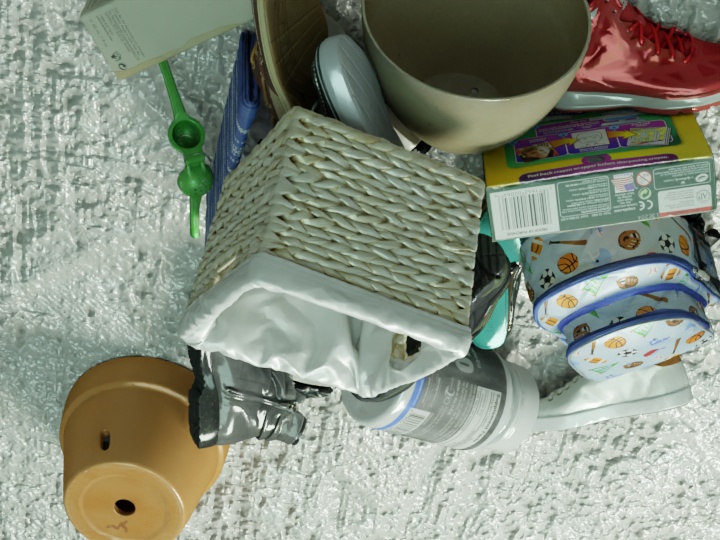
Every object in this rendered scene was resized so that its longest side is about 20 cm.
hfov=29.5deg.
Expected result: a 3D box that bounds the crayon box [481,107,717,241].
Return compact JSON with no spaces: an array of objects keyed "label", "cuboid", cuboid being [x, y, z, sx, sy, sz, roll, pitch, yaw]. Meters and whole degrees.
[{"label":"crayon box","cuboid":[0.211,-0.099,1.250,0.197,0.173,0.059,-8,115,7]}]

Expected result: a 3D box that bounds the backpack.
[{"label":"backpack","cuboid":[0.244,0.012,1.319,0.198,0.156,0.190,-28,144,21]}]

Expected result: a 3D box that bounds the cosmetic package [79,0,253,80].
[{"label":"cosmetic package","cuboid":[-0.142,-0.257,1.220,0.197,0.104,0.074,-19,121,19]}]

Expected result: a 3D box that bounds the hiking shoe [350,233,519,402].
[{"label":"hiking shoe","cuboid":[0.075,0.058,1.301,0.200,0.076,0.100,-43,150,9]}]

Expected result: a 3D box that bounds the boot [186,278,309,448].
[{"label":"boot","cuboid":[-0.120,0.094,1.486,0.130,0.070,0.203,-3,108,-21]}]

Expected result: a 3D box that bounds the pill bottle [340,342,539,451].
[{"label":"pill bottle","cuboid":[0.087,0.124,1.427,0.198,0.115,0.114,18,128,-37]}]

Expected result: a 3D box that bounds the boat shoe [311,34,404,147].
[{"label":"boat shoe","cuboid":[-0.013,-0.118,1.165,0.070,0.073,0.201,-5,144,16]}]

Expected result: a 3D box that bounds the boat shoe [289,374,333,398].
[{"label":"boat shoe","cuboid":[-0.045,0.025,1.430,0.074,0.093,0.203,10,95,-14]}]

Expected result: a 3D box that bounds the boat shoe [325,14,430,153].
[{"label":"boat shoe","cuboid":[-0.031,-0.161,1.288,0.200,0.075,0.092,44,130,-11]}]

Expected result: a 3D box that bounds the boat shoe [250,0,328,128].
[{"label":"boat shoe","cuboid":[-0.068,-0.178,1.181,0.071,0.072,0.201,23,151,30]}]

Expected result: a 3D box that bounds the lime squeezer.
[{"label":"lime squeezer","cuboid":[-0.166,-0.117,1.322,0.037,0.071,0.203,-11,114,-4]}]

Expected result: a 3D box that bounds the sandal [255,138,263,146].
[{"label":"sandal","cuboid":[-0.073,-0.077,1.294,0.075,0.200,0.048,26,81,-2]}]

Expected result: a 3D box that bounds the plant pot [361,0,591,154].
[{"label":"plant pot","cuboid":[0.096,-0.183,1.214,0.197,0.203,0.135,6,145,0]}]

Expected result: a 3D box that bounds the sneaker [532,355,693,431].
[{"label":"sneaker","cuboid":[0.255,0.120,1.483,0.197,0.073,0.086,-15,92,22]}]

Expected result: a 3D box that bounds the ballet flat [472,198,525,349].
[{"label":"ballet flat","cuboid":[0.135,-0.015,1.384,0.067,0.069,0.202,8,125,-3]}]

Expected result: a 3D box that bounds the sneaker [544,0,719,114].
[{"label":"sneaker","cuboid":[0.261,-0.208,1.237,0.197,0.079,0.117,-6,125,7]}]

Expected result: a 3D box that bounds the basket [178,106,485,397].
[{"label":"basket","cuboid":[-0.025,-0.008,1.148,0.197,0.163,0.198,18,158,-20]}]

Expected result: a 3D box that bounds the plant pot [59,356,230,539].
[{"label":"plant pot","cuboid":[-0.251,0.218,1.535,0.197,0.141,0.203,2,124,3]}]

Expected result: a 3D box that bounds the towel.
[{"label":"towel","cuboid":[-0.120,-0.110,1.296,0.023,0.146,0.202,9,126,-11]}]
